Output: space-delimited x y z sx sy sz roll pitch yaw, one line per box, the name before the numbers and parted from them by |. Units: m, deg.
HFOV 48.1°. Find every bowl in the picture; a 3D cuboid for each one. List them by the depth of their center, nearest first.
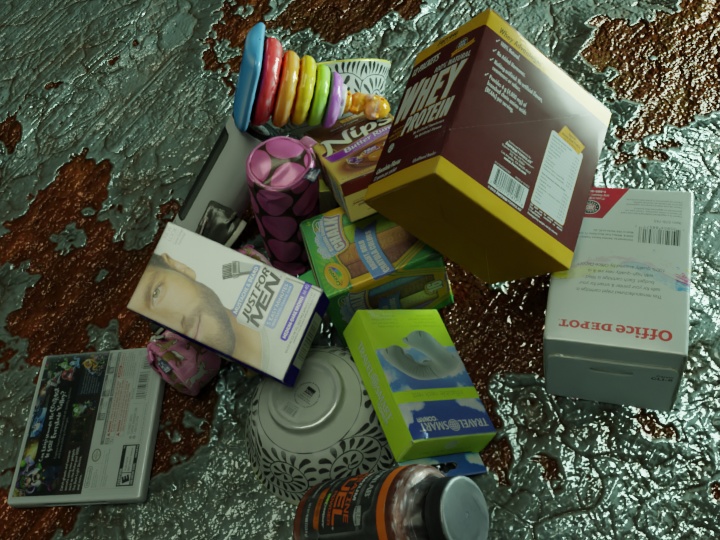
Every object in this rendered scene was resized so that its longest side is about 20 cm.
bowl | -0.054 0.160 0.937 0.197 0.095 0.204 -7 55 10
bowl | -0.048 -0.234 1.157 0.197 0.201 0.096 -7 95 10

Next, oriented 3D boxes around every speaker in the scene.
speaker | -0.184 -0.109 1.092 0.081 0.080 0.201 51 118 34

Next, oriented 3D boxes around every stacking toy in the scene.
stacking toy | -0.057 -0.223 1.022 0.196 0.111 0.117 10 41 -13

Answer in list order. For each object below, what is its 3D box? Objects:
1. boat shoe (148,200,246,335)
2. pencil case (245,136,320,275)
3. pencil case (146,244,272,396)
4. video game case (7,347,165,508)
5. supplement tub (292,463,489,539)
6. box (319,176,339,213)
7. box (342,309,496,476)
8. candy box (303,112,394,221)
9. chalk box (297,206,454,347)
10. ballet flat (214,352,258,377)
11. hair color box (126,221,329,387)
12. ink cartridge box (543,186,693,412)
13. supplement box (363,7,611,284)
boat shoe | -0.228 -0.005 1.066 0.057 0.067 0.201 38 103 -10
pencil case | -0.088 -0.080 1.038 0.090 0.201 0.094 33 64 18
pencil case | -0.184 0.062 1.038 0.082 0.087 0.201 24 64 34
video game case | -0.342 0.197 1.030 0.178 0.023 0.203 -5 58 10
supplement tub | 0.030 0.251 0.798 0.198 0.106 0.109 -24 46 42
box | -0.037 -0.105 1.116 0.196 0.076 0.051 -3 54 13
box | 0.069 0.135 0.916 0.120 0.048 0.202 2 47 -32
candy box | 0.007 -0.140 1.014 0.115 0.057 0.200 -22 29 -7
chalk box | 0.000 0.000 1.007 0.197 0.124 0.126 -21 56 -1
ballet flat | -0.179 0.049 0.958 0.199 0.069 0.063 39 54 15
hair color box | -0.146 0.038 0.903 0.197 0.065 0.111 22 79 12
ink cartridge box | 0.287 0.031 0.901 0.143 0.145 0.203 6 59 18
supplement box | 0.141 -0.126 0.882 0.132 0.196 0.203 -14 50 57
